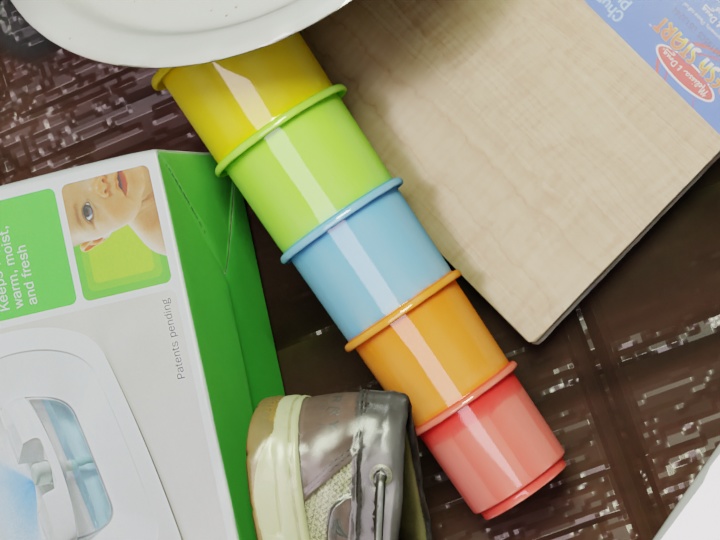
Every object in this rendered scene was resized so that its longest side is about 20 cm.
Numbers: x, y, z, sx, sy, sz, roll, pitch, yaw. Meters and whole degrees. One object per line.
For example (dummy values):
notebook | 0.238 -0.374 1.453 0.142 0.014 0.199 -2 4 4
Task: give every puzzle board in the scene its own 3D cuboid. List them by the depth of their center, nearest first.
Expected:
puzzle board | 0.047 -0.095 0.814 0.200 0.017 0.151 46 101 11

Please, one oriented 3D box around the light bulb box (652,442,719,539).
light bulb box | 0.205 0.109 0.710 0.200 0.125 0.198 35 99 15

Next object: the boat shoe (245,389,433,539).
boat shoe | 0.012 0.138 0.779 0.065 0.073 0.200 -11 105 18

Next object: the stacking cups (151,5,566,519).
stacking cups | 0.000 0.000 0.795 0.060 0.061 0.200 -32 89 14

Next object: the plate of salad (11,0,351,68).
plate of salad | -0.048 -0.159 0.785 0.200 0.048 0.200 -13 53 18

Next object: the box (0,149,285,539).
box | -0.119 0.071 0.823 0.176 0.097 0.201 -12 88 14
